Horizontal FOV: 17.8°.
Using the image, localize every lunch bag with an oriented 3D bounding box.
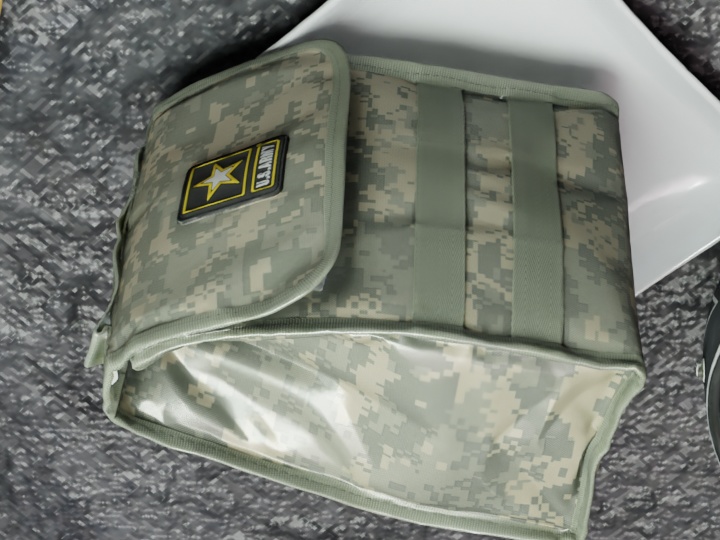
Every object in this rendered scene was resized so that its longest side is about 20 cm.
[{"bbox_3d":[0.000,0.000,0.891,0.198,0.165,0.118,9,130,-5],"label":"lunch bag"}]

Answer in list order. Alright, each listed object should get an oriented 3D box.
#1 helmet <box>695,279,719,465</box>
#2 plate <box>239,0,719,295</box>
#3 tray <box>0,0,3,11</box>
[{"bbox_3d":[0.236,0.051,0.945,0.199,0.192,0.201,-21,154,-11],"label":"helmet"},{"bbox_3d":[0.046,-0.050,0.974,0.199,0.032,0.200,-36,117,24],"label":"plate"},{"bbox_3d":[-0.196,-0.089,0.909,0.098,0.037,0.201,4,140,-16],"label":"tray"}]
